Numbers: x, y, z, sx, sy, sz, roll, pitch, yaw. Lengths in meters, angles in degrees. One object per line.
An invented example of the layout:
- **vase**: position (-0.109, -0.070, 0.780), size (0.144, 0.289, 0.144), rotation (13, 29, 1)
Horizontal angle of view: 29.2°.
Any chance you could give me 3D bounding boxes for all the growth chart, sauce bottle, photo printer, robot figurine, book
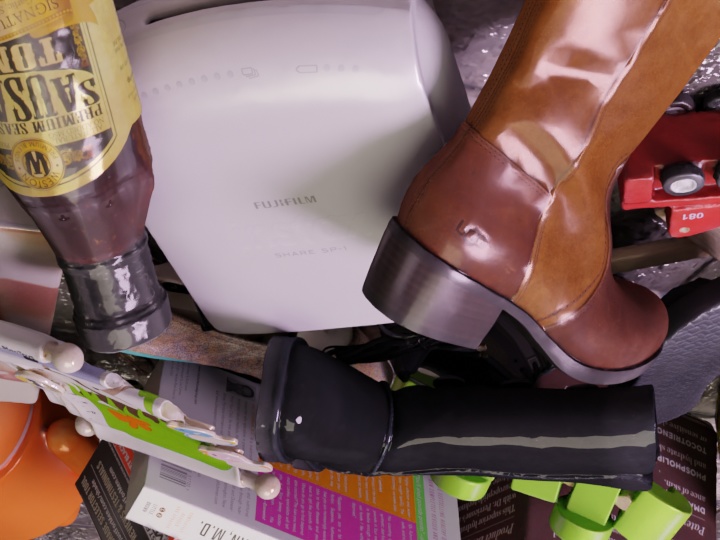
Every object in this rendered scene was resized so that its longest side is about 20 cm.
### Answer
- **growth chart**: position (-0.128, 0.061, 0.662), size (0.144, 0.018, 0.200), rotation (13, 161, 30)
- **sauce bottle**: position (-0.116, -0.062, 0.544), size (0.066, 0.066, 0.201), rotation (-7, 117, 13)
- **photo printer**: position (-0.027, -0.052, 0.633), size (0.166, 0.070, 0.200), rotation (-6, 143, 15)
- **robot figurine**: position (-0.248, 0.108, 0.909), size (0.117, 0.144, 0.200), rotation (-41, 150, -7)
- **book**: position (-0.035, 0.130, 0.811), size (0.199, 0.134, 0.048), rotation (26, 114, -15)

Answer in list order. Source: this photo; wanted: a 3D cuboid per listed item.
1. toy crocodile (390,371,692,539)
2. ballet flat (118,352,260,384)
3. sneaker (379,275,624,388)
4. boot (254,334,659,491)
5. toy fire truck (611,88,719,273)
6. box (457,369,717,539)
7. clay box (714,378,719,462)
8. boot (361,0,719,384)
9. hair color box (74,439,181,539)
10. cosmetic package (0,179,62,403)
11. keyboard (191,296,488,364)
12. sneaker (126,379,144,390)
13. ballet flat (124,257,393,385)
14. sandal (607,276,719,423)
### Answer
- **toy crocodile**: position (0.108, 0.114, 0.850), size (0.199, 0.062, 0.068), rotation (22, 112, 9)
- **ballet flat**: position (-0.070, 0.061, 0.894), size (0.199, 0.047, 0.067), rotation (18, 148, -30)
- **sneaker**: position (0.097, 0.044, 0.825), size (0.199, 0.081, 0.074), rotation (9, 151, -16)
- **boot**: position (0.056, 0.080, 0.720), size (0.199, 0.066, 0.165), rotation (5, 170, 10)
- **toy fire truck**: position (0.178, -0.034, 0.712), size (0.199, 0.049, 0.141), rotation (-4, 152, 6)
- **box**: position (0.134, 0.195, 0.965), size (0.164, 0.201, 0.166), rotation (24, 146, -22)
- **clay box**: position (0.265, 0.108, 0.909), size (0.047, 0.115, 0.200), rotation (-5, 151, 10)
- **boot**: position (0.112, -0.056, 0.600), size (0.188, 0.069, 0.201), rotation (17, 110, -34)
- **hair color box**: position (-0.065, 0.153, 0.862), size (0.199, 0.102, 0.061), rotation (11, 122, -43)
- **cosmetic package**: position (-0.189, -0.019, 0.686), size (0.087, 0.104, 0.200), rotation (8, 152, -14)
- **keyboard**: position (0.000, 0.000, 0.749), size (0.199, 0.021, 0.128), rotation (-11, 113, 19)
- **sneaker**: position (-0.080, 0.099, 0.949), size (0.199, 0.077, 0.075), rotation (-1, 146, -40)
- **ballet flat**: position (-0.061, 0.030, 0.823), size (0.199, 0.068, 0.067), rotation (11, 123, -23)
- **sandal**: position (0.172, 0.042, 0.775), size (0.076, 0.043, 0.200), rotation (-10, 159, -11)
